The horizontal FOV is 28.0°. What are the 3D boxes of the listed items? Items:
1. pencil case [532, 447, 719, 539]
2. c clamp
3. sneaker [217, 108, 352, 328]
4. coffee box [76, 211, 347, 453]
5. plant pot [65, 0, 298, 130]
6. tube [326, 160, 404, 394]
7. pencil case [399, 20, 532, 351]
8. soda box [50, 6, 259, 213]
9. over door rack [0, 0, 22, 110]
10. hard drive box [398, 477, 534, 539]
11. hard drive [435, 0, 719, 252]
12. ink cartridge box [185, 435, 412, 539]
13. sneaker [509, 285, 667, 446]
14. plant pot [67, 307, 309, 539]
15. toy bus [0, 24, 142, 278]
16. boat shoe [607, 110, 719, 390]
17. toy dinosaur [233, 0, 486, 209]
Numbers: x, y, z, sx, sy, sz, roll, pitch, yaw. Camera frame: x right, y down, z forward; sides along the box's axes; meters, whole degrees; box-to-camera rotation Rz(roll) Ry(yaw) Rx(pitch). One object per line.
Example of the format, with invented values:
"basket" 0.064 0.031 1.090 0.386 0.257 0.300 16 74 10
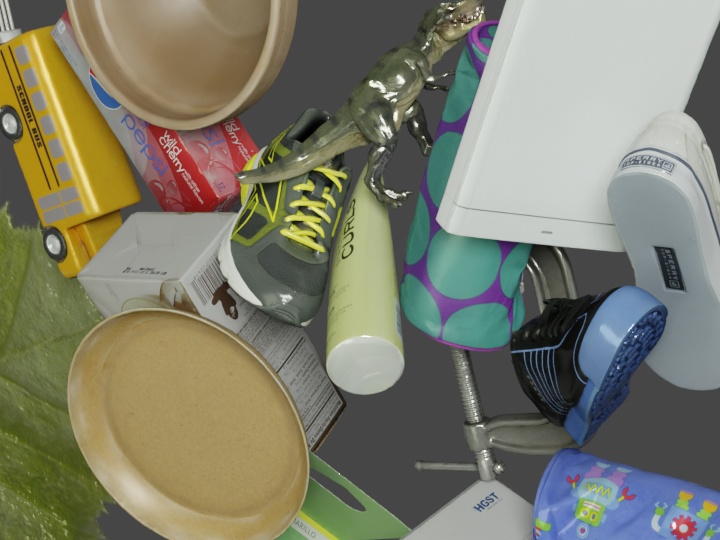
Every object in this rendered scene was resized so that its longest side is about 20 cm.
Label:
"pencil case" 0.205 0.181 0.939 0.199 0.087 0.078 15 149 36
"c clamp" 0.089 0.060 1.024 0.170 0.027 0.201 1 107 38
"sneaker" -0.048 -0.045 1.005 0.074 0.201 0.085 25 123 -22
"coffee box" -0.110 0.056 1.105 0.114 0.080 0.201 3 133 39
"plant pot" -0.111 -0.208 1.035 0.200 0.093 0.202 12 111 33
"tube" 0.000 0.000 0.991 0.058 0.201 0.052 -24 125 18
"pencil case" 0.086 -0.054 0.926 0.085 0.092 0.201 46 130 47
"soda box" -0.154 -0.130 1.123 0.063 0.070 0.200 -41 80 42
"over door rack" -0.378 -0.197 1.285 0.199 0.066 0.149 1 107 39
"hard drive box" 0.115 0.251 0.994 0.200 0.156 0.077 34 127 26
"hard drive" 0.133 -0.108 0.844 0.027 0.131 0.201 -125 46 -54
"ink cartridge box" -0.070 0.191 1.129 0.145 0.048 0.200 41 152 -24
"sneaker" 0.131 0.048 0.891 0.078 0.070 0.200 42 162 16
"plant pot" -0.122 0.113 1.045 0.199 0.027 0.201 11 119 21
"toy bus" -0.243 -0.100 1.213 0.078 0.065 0.201 -15 97 40
"boat shoe" 0.198 -0.016 0.876 0.074 0.086 0.202 7 141 33
"toy dinosaur" 0.019 -0.096 0.973 0.200 0.047 0.088 -40 97 0
